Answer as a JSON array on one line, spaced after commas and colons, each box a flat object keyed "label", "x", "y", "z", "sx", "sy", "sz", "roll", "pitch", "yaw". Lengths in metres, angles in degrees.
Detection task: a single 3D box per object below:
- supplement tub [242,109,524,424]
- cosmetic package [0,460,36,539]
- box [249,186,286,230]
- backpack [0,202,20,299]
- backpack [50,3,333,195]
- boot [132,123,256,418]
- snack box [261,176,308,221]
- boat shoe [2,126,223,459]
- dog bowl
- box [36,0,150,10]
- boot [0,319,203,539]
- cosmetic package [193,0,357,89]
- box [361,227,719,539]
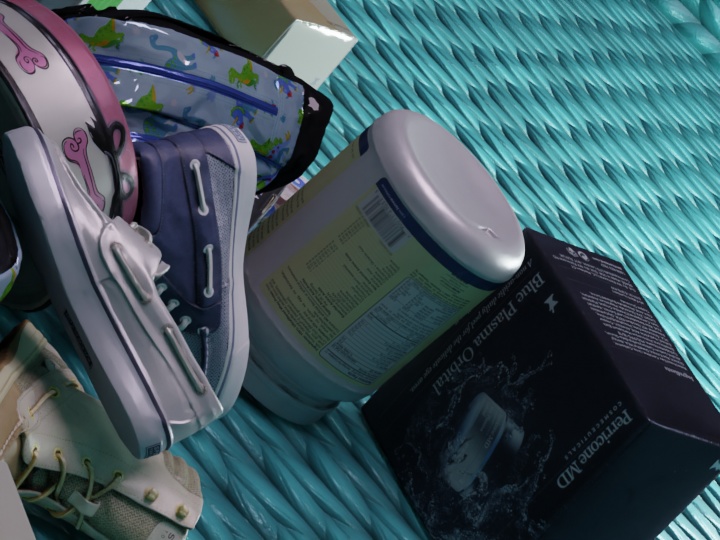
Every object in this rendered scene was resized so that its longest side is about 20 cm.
[{"label": "supplement tub", "x": 0.000, "y": 0.000, "z": 1.768, "sx": 0.145, "sy": 0.200, "sz": 0.145, "roll": 41, "pitch": 22, "yaw": -21}, {"label": "cosmetic package", "x": -0.194, "y": 0.188, "z": 1.204, "sx": 0.073, "sy": 0.104, "sz": 0.200, "roll": 21, "pitch": 28, "yaw": -42}, {"label": "box", "x": -0.165, "y": -0.081, "z": 1.841, "sx": 0.200, "sy": 0.050, "sz": 0.199, "roll": 40, "pitch": 29, "yaw": -3}, {"label": "backpack", "x": -0.276, "y": -0.024, "z": 1.419, "sx": 0.200, "sy": 0.154, "sz": 0.163, "roll": 34, "pitch": 23, "yaw": 36}, {"label": "backpack", "x": -0.144, "y": -0.110, "z": 1.689, "sx": 0.162, "sy": 0.154, "sz": 0.200, "roll": 8, "pitch": -20, "yaw": 36}, {"label": "boot", "x": -0.124, "y": 0.006, "z": 1.623, "sx": 0.090, "sy": 0.201, "sz": 0.073, "roll": -11, "pitch": 21, "yaw": -41}, {"label": "snack box", "x": -0.097, "y": -0.078, "z": 2.014, "sx": 0.199, "sy": 0.024, "sz": 0.072, "roll": 30, "pitch": 25, "yaw": -28}, {"label": "boat shoe", "x": -0.140, "y": 0.005, "z": 1.434, "sx": 0.201, "sy": 0.065, "sz": 0.072, "roll": 63, "pitch": -17, "yaw": 7}, {"label": "dog bowl", "x": -0.213, "y": -0.079, "z": 1.554, "sx": 0.074, "sy": 0.200, "sz": 0.200, "roll": -27, "pitch": 67, "yaw": -32}, {"label": "box", "x": -0.232, "y": -0.305, "z": 1.976, "sx": 0.200, "sy": 0.199, "sz": 0.171, "roll": 45, "pitch": 20, "yaw": 4}, {"label": "boot", "x": -0.167, "y": 0.122, "z": 1.434, "sx": 0.155, "sy": 0.072, "sz": 0.200, "roll": 41, "pitch": 20, "yaw": -10}, {"label": "cosmetic package", "x": -0.101, "y": -0.260, "z": 2.302, "sx": 0.105, "sy": 0.071, "sz": 0.200, "roll": 10, "pitch": 38, "yaw": -56}, {"label": "box", "x": 0.133, "y": 0.113, "z": 1.805, "sx": 0.117, "sy": 0.197, "sz": 0.200, "roll": 19, "pitch": 30, "yaw": -44}]
